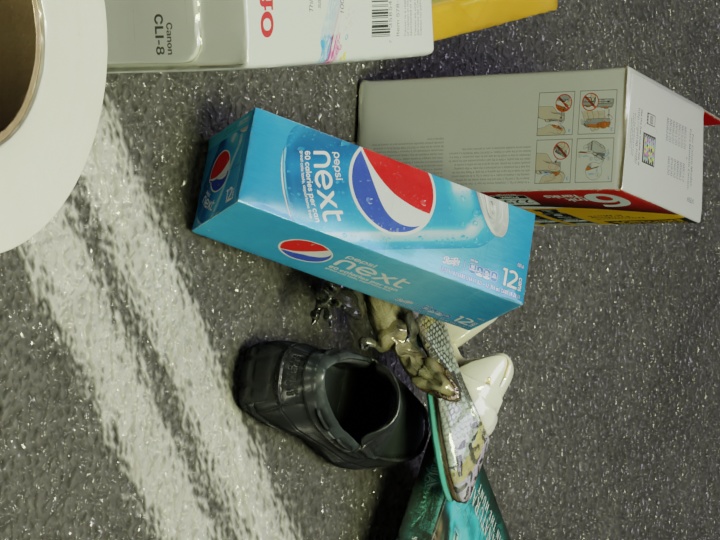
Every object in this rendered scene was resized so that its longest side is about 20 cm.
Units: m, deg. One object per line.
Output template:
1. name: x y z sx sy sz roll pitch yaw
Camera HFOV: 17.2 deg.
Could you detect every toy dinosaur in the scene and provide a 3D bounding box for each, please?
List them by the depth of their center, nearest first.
1. toy dinosaur: 0.000 0.000 1.508 0.088 0.047 0.201 14 49 -56

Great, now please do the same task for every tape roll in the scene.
1. tape roll: -0.228 -0.106 1.075 0.202 0.138 0.204 -4 95 -59

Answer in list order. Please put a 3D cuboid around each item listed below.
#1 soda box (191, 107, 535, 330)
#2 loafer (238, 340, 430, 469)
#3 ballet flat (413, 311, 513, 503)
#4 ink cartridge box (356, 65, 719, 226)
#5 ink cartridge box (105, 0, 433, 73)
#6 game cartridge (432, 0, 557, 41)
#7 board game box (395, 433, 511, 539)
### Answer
1. soda box: 0.004 -0.029 1.438 0.199 0.068 0.065 19 67 -24
2. loafer: -0.003 0.089 1.520 0.200 0.070 0.069 27 68 -57
3. ballet flat: 0.064 0.051 1.566 0.072 0.072 0.202 19 52 -58
4. ink cartridge box: 0.124 -0.076 1.603 0.175 0.199 0.084 16 76 -58
5. ink cartridge box: -0.070 -0.186 1.331 0.200 0.144 0.146 -11 100 -59
6. game cartridge: 0.064 -0.259 1.595 0.176 0.032 0.201 -19 116 -38
7. board game box: 0.065 0.215 1.641 0.200 0.028 0.136 66 37 -53
